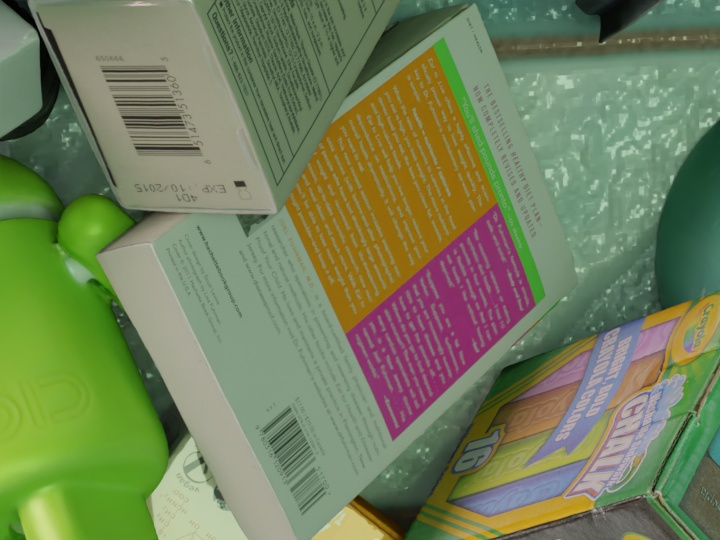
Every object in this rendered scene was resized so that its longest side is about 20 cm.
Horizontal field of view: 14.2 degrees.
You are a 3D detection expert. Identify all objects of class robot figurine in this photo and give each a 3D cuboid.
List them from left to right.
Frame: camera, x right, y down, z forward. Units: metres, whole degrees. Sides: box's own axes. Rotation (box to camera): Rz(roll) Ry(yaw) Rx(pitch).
[{"bbox_3d":[-0.147,0.040,1.112,0.175,0.116,0.200,-33,70,21],"label":"robot figurine"}]

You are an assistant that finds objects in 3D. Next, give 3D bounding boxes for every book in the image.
[{"bbox_3d":[0.000,0.000,1.135,0.200,0.048,0.134,-40,111,-41],"label":"book"}]

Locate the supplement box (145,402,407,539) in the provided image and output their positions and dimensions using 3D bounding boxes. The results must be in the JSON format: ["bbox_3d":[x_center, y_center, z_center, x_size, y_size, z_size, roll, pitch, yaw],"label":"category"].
[{"bbox_3d":[-0.076,0.160,1.183,0.126,0.074,0.200,38,90,-12],"label":"supplement box"}]

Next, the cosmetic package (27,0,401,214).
[{"bbox_3d":[-0.037,-0.124,1.083,0.071,0.200,0.105,3,133,28],"label":"cosmetic package"}]

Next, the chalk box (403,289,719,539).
[{"bbox_3d":[0.135,0.094,1.124,0.124,0.200,0.124,48,49,-19],"label":"chalk box"}]

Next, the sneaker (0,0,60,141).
[{"bbox_3d":[-0.206,-0.077,1.111,0.199,0.089,0.074,15,53,11],"label":"sneaker"}]

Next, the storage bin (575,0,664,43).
[{"bbox_3d":[0.138,-0.206,1.149,0.200,0.146,0.134,-39,92,-3],"label":"storage bin"}]

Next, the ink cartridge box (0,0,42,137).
[{"bbox_3d":[-0.242,-0.082,1.035,0.173,0.044,0.200,-37,63,-26],"label":"ink cartridge box"}]

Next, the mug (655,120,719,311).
[{"bbox_3d":[0.209,-0.015,1.191,0.151,0.114,0.186,1,98,-10],"label":"mug"}]
